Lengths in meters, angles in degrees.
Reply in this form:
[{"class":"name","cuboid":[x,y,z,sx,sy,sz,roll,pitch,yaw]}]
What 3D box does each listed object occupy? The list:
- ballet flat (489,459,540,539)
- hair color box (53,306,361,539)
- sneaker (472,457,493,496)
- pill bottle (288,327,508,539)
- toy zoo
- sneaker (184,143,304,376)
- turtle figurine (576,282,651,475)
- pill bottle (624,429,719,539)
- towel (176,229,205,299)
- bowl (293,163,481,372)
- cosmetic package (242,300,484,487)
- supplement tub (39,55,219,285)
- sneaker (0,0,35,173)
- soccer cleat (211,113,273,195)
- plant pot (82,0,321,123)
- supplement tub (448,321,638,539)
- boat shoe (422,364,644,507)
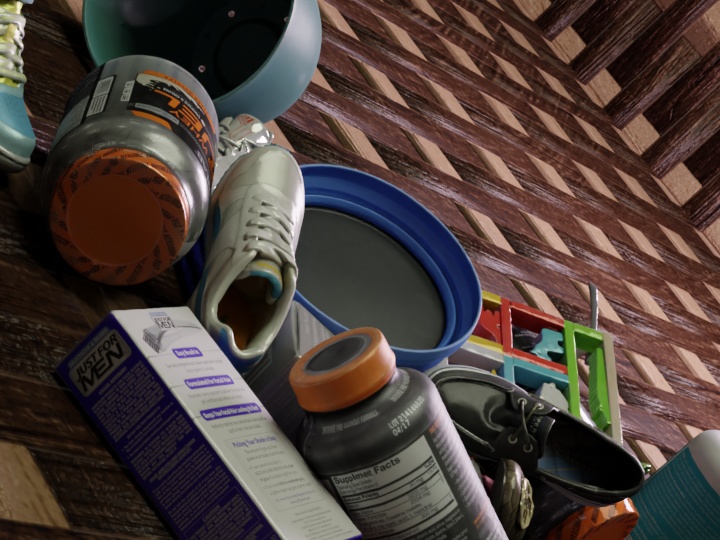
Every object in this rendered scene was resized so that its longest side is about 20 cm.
[{"class":"ballet flat","cuboid":[0.119,0.195,1.582,0.046,0.068,0.200,14,-22,8]},{"class":"hair color box","cuboid":[-0.098,0.118,1.338,0.200,0.065,0.109,53,18,14]},{"class":"sneaker","cuboid":[0.059,0.129,1.669,0.077,0.085,0.201,33,21,-41]},{"class":"pill bottle","cuboid":[0.023,0.140,1.408,0.106,0.106,0.201,-85,152,-69]},{"class":"toy zoo","cuboid":[0.119,0.075,1.678,0.199,0.021,0.132,19,42,-16]},{"class":"sneaker","cuboid":[-0.075,-0.006,1.485,0.076,0.081,0.201,30,58,-25]},{"class":"turtle figurine","cuboid":[0.201,0.124,1.944,0.194,0.144,0.200,56,21,16]},{"class":"pill bottle","cuboid":[0.307,0.222,1.875,0.111,0.200,0.111,41,17,-16]},{"class":"towel","cuboid":[-0.048,0.032,1.635,0.199,0.050,0.148,23,26,-33]},{"class":"bowl","cuboid":[0.000,0.000,1.623,0.199,0.039,0.201,21,38,-17]},{"class":"cosmetic package","cuboid":[-0.002,0.130,1.513,0.200,0.090,0.107,39,14,-17]},{"class":"supplement tub","cuboid":[-0.167,-0.072,1.504,0.122,0.122,0.200,42,17,-17]},{"class":"sneaker","cuboid":[-0.263,-0.176,1.491,0.200,0.130,0.079,56,17,27]},{"class":"soccer cleat","cuboid":[-0.115,-0.092,1.708,0.069,0.085,0.200,42,7,2]},{"class":"plant pot","cuboid":[-0.125,-0.214,1.842,0.201,0.200,0.161,53,6,22]},{"class":"supplement tub","cuboid":[0.139,0.150,1.730,0.201,0.122,0.122,57,19,24]},{"class":"boat shoe","cuboid":[0.133,0.128,1.587,0.199,0.070,0.066,31,-19,-17]}]
